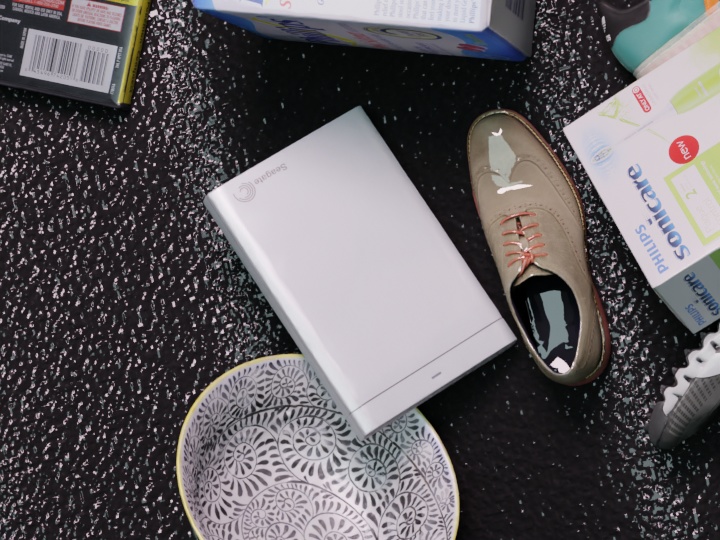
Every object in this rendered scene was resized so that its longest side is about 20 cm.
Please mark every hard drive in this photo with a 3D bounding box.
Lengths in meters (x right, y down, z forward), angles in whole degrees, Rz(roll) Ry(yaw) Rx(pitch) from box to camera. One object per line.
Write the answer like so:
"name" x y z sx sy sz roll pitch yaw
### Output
"hard drive" 0.000 0.000 1.638 0.132 0.027 0.200 -31 81 -19

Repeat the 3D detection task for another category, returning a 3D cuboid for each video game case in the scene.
"video game case" -0.245 -0.224 1.725 0.200 0.025 0.181 12 93 14

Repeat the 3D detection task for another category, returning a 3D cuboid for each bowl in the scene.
"bowl" -0.040 0.167 1.623 0.200 0.094 0.201 10 55 -14

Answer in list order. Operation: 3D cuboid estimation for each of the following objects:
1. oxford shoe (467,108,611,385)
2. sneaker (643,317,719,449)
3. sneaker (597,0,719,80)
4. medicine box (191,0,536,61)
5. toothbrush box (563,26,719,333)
"oxford shoe" 0.121 -0.018 1.613 0.070 0.075 0.200 -23 84 13
"sneaker" 0.278 0.057 1.581 0.090 0.066 0.200 43 96 12
"sneaker" 0.247 -0.210 1.588 0.200 0.071 0.080 -40 86 11
"medicine box" 0.009 -0.207 1.585 0.199 0.182 0.103 6 90 13
"toothbrush box" 0.258 -0.078 1.551 0.200 0.086 0.146 -33 55 12
